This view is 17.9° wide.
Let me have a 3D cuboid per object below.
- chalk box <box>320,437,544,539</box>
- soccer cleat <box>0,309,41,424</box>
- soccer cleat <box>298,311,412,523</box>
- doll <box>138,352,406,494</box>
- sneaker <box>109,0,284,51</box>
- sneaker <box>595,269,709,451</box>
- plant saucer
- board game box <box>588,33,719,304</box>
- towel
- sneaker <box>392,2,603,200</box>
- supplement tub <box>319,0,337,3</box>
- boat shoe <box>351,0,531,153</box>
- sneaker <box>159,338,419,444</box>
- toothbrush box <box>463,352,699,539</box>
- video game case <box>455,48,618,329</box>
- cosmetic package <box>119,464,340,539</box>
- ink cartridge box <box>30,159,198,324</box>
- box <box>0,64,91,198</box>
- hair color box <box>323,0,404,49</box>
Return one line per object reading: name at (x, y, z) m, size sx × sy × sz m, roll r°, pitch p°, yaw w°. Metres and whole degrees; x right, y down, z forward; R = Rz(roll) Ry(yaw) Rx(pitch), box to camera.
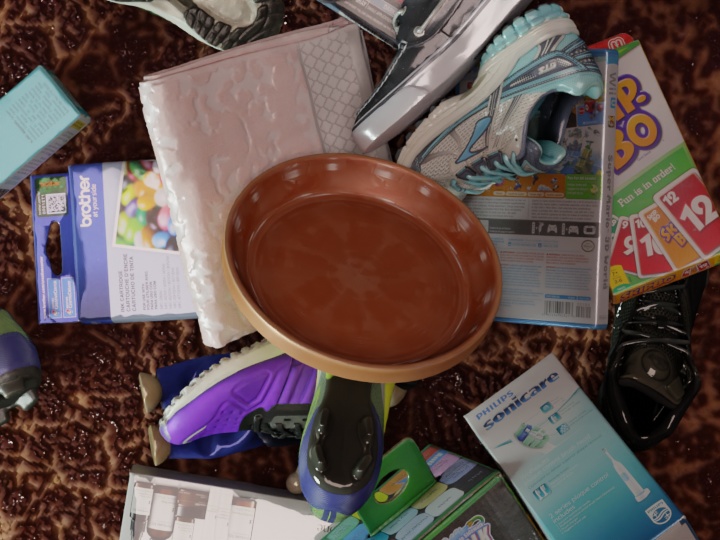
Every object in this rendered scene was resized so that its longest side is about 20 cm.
chalk box at (0.059, 0.213, 1.649) m, size 0.125 × 0.124 × 0.201 m, roll -38°, pitch 107°, yaw -15°
soccer cleat at (-0.333, 0.097, 1.699) m, size 0.199 × 0.065 × 0.084 m, roll -26°, pitch 67°, yaw 2°
soccer cleat at (-0.005, 0.084, 1.602) m, size 0.064 × 0.084 × 0.201 m, roll 14°, pitch 55°, yaw -1°
doll at (-0.062, 0.100, 1.712) m, size 0.199 × 0.048 × 0.137 m, roll -10°, pitch 83°, yaw -8°
sneaker at (-0.153, -0.221, 1.676) m, size 0.199 × 0.089 × 0.077 m, roll 31°, pitch 91°, yaw -14°
sneaker at (0.222, 0.037, 1.689) m, size 0.076 × 0.114 × 0.201 m, roll 12°, pitch 89°, yaw -4°
plant saucer at (0.000, 0.000, 1.594) m, size 0.199 × 0.201 × 0.032 m, roll 15°, pitch 136°, yaw -2°
board game box at (0.194, -0.082, 1.689) m, size 0.095 × 0.030 × 0.201 m, roll -21°, pitch 66°, yaw -1°
towel at (-0.057, -0.067, 1.659) m, size 0.190 × 0.032 × 0.201 m, roll -21°, pitch 104°, yaw -31°
sneaker at (0.098, -0.094, 1.646) m, size 0.086 × 0.077 × 0.200 m, roll 53°, pitch 123°, yaw 25°
supplement tub at (-0.072, -0.280, 1.642) m, size 0.107 × 0.107 × 0.200 m, roll -45°, pitch 71°, yaw 0°
boat shoe at (0.055, -0.173, 1.638) m, size 0.068 × 0.072 × 0.200 m, roll 44°, pitch 98°, yaw 6°
sneaker at (-0.045, 0.094, 1.654) m, size 0.199 × 0.070 × 0.100 m, roll -27°, pitch 84°, yaw -10°
toothbrush box at (0.174, 0.178, 1.626) m, size 0.085 × 0.200 × 0.147 m, roll -35°, pitch 132°, yaw 0°
video game case at (0.126, -0.061, 1.682) m, size 0.143 × 0.018 × 0.202 m, roll 4°, pitch 93°, yaw 43°
cosmetic package at (-0.081, 0.204, 1.714) m, size 0.199 × 0.051 × 0.083 m, roll 9°, pitch 93°, yaw -3°
ink cartridge box at (-0.147, -0.023, 1.706) m, size 0.198 × 0.042 × 0.120 m, roll -4°, pitch 86°, yaw 0°
box at (-0.292, -0.067, 1.683) m, size 0.200 × 0.082 × 0.049 m, roll -40°, pitch 91°, yaw -1°
hair color box at (0.056, -0.266, 1.698) m, size 0.099 × 0.061 × 0.201 m, roll 31°, pitch 90°, yaw -3°
